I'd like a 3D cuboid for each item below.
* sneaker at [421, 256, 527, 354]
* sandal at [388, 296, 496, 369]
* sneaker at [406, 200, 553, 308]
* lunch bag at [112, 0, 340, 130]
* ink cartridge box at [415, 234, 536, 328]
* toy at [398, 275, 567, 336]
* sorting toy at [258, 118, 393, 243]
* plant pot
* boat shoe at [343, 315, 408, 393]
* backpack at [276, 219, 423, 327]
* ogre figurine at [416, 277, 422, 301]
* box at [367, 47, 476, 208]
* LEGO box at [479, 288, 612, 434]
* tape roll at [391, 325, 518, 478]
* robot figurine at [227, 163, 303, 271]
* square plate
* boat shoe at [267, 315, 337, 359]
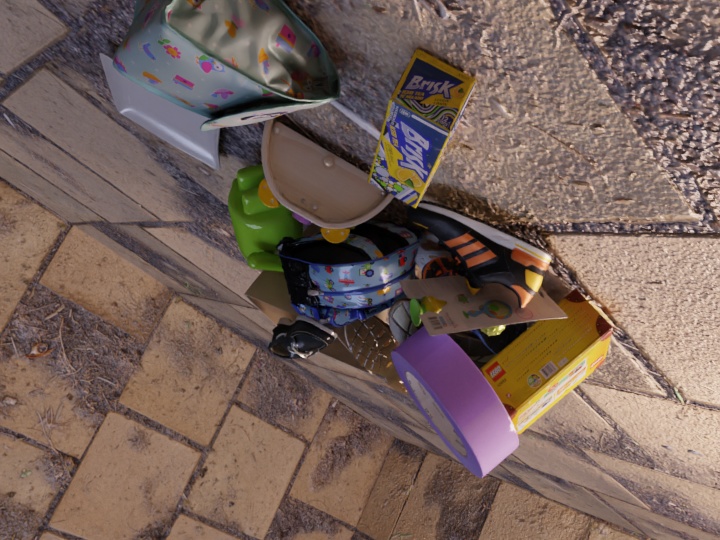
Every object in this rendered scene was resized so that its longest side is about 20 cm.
[{"bbox_3d":[0.164,0.047,1.016,0.199,0.076,0.078,43,178,-14],"label":"sneaker"},{"bbox_3d":[0.121,0.091,1.050,0.196,0.081,0.055,24,-149,-24],"label":"sandal"},{"bbox_3d":[0.139,-0.021,0.900,0.196,0.092,0.070,23,-173,13],"label":"sneaker"},{"bbox_3d":[-0.134,-0.220,0.739,0.198,0.125,0.168,29,164,-34],"label":"lunch bag"},{"bbox_3d":[0.165,0.002,1.069,0.201,0.050,0.161,50,157,-22],"label":"ink cartridge box"},{"bbox_3d":[0.156,0.051,0.926,0.194,0.048,0.116,-2,-145,-20],"label":"toy"},{"bbox_3d":[-0.059,-0.116,1.014,0.197,0.109,0.180,29,-177,-3],"label":"sorting toy"},{"bbox_3d":[-0.052,0.039,1.266,0.196,0.180,0.200,18,160,32],"label":"plant pot"},{"bbox_3d":[0.033,0.124,1.149,0.200,0.071,0.068,46,-168,-35],"label":"boat shoe"},{"bbox_3d":[0.000,0.000,1.033,0.197,0.180,0.138,8,115,50],"label":"backpack"},{"bbox_3d":[0.119,0.103,1.154,0.119,0.096,0.205,31,131,43],"label":"ogre figurine"},{"bbox_3d":[0.059,-0.142,0.748,0.069,0.065,0.200,27,164,2],"label":"box"},{"bbox_3d":[0.256,0.141,1.005,0.078,0.198,0.150,49,174,27],"label":"LEGO box"},{"bbox_3d":[0.123,0.173,0.945,0.202,0.065,0.201,53,169,15],"label":"tape roll"},{"bbox_3d":[-0.151,-0.082,1.144,0.113,0.179,0.202,-15,149,-9],"label":"robot figurine"},{"bbox_3d":[-0.299,-0.246,1.095,0.195,0.029,0.200,31,164,-4],"label":"square plate"},{"bbox_3d":[-0.097,0.117,1.151,0.075,0.061,0.199,33,162,-14],"label":"boat shoe"}]
